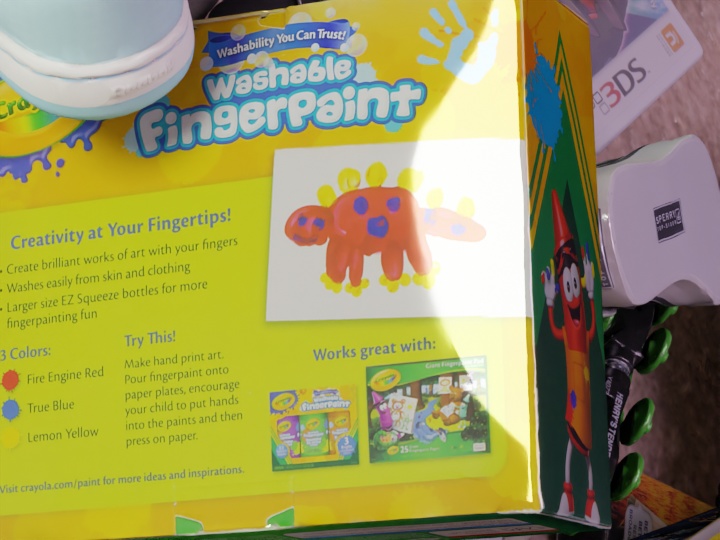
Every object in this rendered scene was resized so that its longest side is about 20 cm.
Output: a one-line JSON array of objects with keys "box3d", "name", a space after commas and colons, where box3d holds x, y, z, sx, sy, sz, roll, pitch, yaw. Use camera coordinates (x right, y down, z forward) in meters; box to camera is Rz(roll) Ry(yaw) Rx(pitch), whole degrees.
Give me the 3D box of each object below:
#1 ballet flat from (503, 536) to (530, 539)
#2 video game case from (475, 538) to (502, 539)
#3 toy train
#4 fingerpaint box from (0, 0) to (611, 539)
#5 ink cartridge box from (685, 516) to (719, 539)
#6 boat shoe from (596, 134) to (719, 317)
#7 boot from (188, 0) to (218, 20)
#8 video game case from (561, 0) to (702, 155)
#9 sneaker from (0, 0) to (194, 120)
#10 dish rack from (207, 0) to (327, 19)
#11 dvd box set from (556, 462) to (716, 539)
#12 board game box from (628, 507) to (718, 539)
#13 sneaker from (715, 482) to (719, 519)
[{"box3d": [0.047, 0.049, 1.064, 0.073, 0.073, 0.200, 22, 63, -45], "name": "ballet flat"}, {"box3d": [-0.017, 0.179, 0.898, 0.182, 0.024, 0.200, -32, 140, -49], "name": "video game case"}, {"box3d": [0.106, 0.028, 1.135, 0.042, 0.056, 0.200, 31, 46, -14], "name": "toy train"}, {"box3d": [-0.026, 0.005, 0.843, 0.073, 0.200, 0.167, 22, 63, -64], "name": "fingerpaint box"}, {"box3d": [0.116, 0.199, 0.958, 0.200, 0.047, 0.198, -28, 124, -19], "name": "ink cartridge box"}, {"box3d": [0.099, -0.012, 1.062, 0.200, 0.068, 0.072, -17, 99, -67], "name": "boat shoe"}, {"box3d": [-0.042, -0.158, 0.955, 0.068, 0.131, 0.200, 29, 53, -7], "name": "boot"}, {"box3d": [0.051, -0.137, 1.128, 0.200, 0.023, 0.182, 55, 42, -6], "name": "video game case"}, {"box3d": [-0.120, -0.151, 0.811, 0.079, 0.200, 0.131, -33, 148, -27], "name": "sneaker"}, {"box3d": [0.000, 0.000, 0.961, 0.153, 0.054, 0.200, 57, 14, -70], "name": "dish rack"}, {"box3d": [0.154, 0.181, 1.182, 0.200, 0.029, 0.147, 28, 61, -43], "name": "dvd box set"}, {"box3d": [0.137, 0.176, 1.091, 0.200, 0.035, 0.136, -8, 87, -58], "name": "board game box"}, {"box3d": [0.167, 0.119, 1.073, 0.081, 0.074, 0.200, 58, 35, 6], "name": "sneaker"}]
